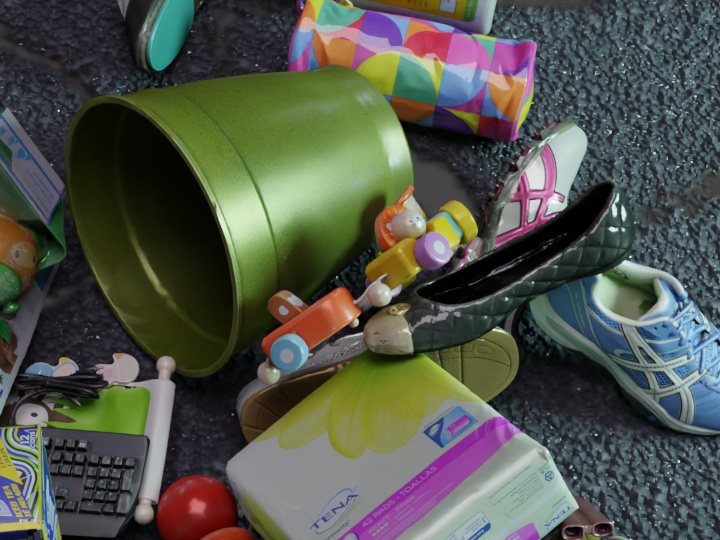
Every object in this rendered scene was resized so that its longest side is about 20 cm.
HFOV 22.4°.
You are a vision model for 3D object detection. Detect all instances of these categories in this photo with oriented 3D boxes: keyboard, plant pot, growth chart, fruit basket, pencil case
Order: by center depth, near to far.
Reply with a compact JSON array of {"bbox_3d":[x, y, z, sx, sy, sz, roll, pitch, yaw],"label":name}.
[{"bbox_3d":[-0.237,0.112,1.203,0.198,0.021,0.128,4,56,8],"label":"keyboard"},{"bbox_3d":[-0.265,-0.023,1.203,0.093,0.186,0.200,-25,28,16],"label":"fruit basket"},{"bbox_3d":[-0.221,0.120,1.218,0.198,0.018,0.145,-7,55,1],"label":"growth chart"},{"bbox_3d":[-0.072,-0.055,1.272,0.192,0.201,0.201,-25,62,-33],"label":"plant pot"},{"bbox_3d":[0.037,-0.160,1.401,0.199,0.089,0.089,15,57,3],"label":"pencil case"}]

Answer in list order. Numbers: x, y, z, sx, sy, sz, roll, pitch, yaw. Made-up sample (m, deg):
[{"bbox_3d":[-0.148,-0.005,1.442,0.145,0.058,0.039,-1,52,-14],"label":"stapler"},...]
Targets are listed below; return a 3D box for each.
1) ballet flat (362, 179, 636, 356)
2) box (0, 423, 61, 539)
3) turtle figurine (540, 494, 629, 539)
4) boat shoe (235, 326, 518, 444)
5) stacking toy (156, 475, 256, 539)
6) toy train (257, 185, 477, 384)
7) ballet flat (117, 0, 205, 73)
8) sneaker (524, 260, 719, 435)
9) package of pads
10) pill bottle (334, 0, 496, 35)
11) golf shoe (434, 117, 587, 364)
[{"bbox_3d":[0.088,-0.001,1.183,0.199,0.057,0.066,-26,32,-12],"label":"ballet flat"},{"bbox_3d":[-0.214,0.169,1.092,0.064,0.200,0.070,-4,58,-7],"label":"box"},{"bbox_3d":[0.111,0.213,1.171,0.144,0.200,0.194,-47,49,-5],"label":"turtle figurine"},{"bbox_3d":[0.009,0.070,1.255,0.199,0.071,0.069,-12,20,-10],"label":"boat shoe"},{"bbox_3d":[-0.072,0.215,1.157,0.085,0.086,0.200,-21,55,-18],"label":"stacking toy"},{"bbox_3d":[0.000,0.000,1.209,0.056,0.150,0.200,55,21,-1],"label":"toy train"},{"bbox_3d":[-0.151,-0.226,1.441,0.068,0.068,0.200,16,46,16],"label":"ballet flat"},{"bbox_3d":[0.209,0.051,1.260,0.199,0.077,0.076,29,62,-13],"label":"sneaker"},{"bbox_3d":[0.017,0.136,1.124,0.154,0.068,0.200,-38,31,-10],"label":"package of pads"},{"bbox_3d":[0.017,-0.261,1.445,0.199,0.111,0.112,13,57,3],"label":"pill bottle"},{"bbox_3d":[0.123,-0.020,1.329,0.092,0.073,0.201,31,68,2],"label":"golf shoe"}]
